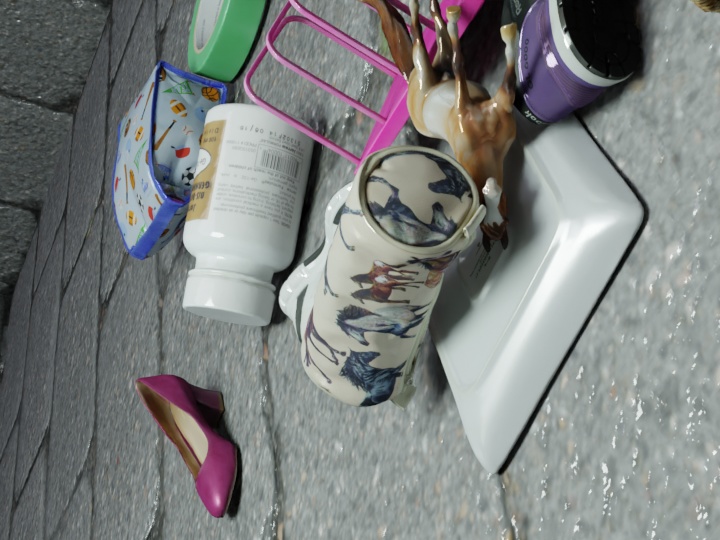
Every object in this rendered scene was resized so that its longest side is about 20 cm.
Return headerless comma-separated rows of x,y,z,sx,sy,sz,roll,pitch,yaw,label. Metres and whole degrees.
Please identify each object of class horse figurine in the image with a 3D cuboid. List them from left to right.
0.058,-0.119,0.798,0.200,0.049,0.134,-126,23,-52,horse figurine

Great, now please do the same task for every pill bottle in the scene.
-0.116,-0.053,1.232,0.114,0.113,0.203,166,116,-66,pill bottle

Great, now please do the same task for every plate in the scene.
0.090,-0.008,0.801,0.201,0.032,0.201,-109,37,-55,plate

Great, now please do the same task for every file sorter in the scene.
0.012,-0.203,0.936,0.201,0.124,0.140,-55,9,43,file sorter

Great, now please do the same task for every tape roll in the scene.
-0.173,-0.352,1.631,0.200,0.048,0.204,-166,90,-70,tape roll

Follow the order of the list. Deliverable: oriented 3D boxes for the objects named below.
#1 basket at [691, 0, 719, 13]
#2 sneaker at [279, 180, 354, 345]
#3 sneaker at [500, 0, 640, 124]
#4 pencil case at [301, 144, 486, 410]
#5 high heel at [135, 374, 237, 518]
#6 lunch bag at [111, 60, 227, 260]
0.171,-0.251,0.593,0.149,0.141,0.203,-23,55,63,basket
0.000,0.000,0.994,0.201,0.073,0.081,-60,42,44,sneaker
0.115,-0.188,0.779,0.087,0.075,0.203,-38,43,53,sneaker
0.019,0.009,0.797,0.201,0.088,0.078,109,-174,-52,pencil case
-0.185,0.182,1.288,0.200,0.095,0.068,-118,46,-60,high heel
-0.250,-0.133,1.608,0.170,0.122,0.203,-44,36,52,lunch bag
